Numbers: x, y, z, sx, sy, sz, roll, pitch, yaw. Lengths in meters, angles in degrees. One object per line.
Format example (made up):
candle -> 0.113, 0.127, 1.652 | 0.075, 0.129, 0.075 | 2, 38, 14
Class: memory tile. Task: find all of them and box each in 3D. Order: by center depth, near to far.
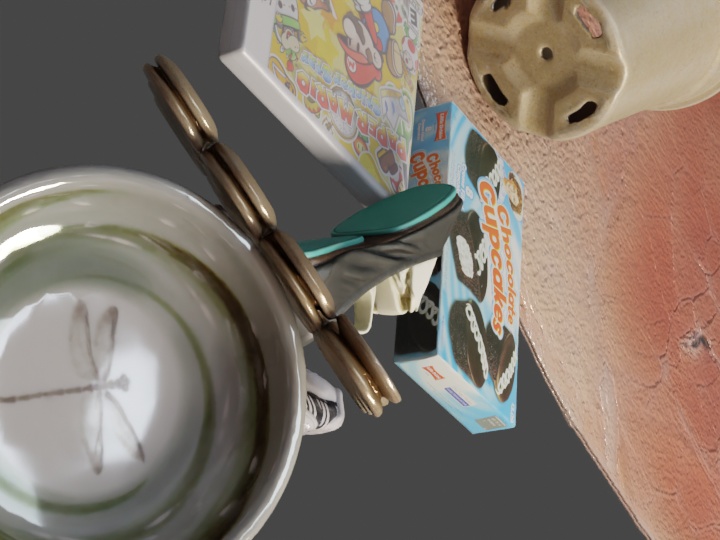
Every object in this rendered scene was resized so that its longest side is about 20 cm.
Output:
memory tile -> -0.044, -0.015, 0.963 | 0.200, 0.017, 0.153 | 56, -4, 2

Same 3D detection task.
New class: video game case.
video game case -> -0.019, -0.156, 1.261 | 0.200, 0.023, 0.182 | 44, 42, -46

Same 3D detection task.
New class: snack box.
snack box -> 0.071, -0.002, 1.349 | 0.116, 0.037, 0.201 | 43, 43, -48

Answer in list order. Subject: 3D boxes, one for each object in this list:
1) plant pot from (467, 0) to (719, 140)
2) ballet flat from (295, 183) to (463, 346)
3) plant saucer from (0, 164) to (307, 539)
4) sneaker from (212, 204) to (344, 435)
plant pot -> 0.180, -0.191, 1.496 | 0.183, 0.200, 0.201 | -34, 109, -49
ballet flat -> 0.000, 0.000, 1.197 | 0.200, 0.068, 0.069 | -24, 110, -52
plant saucer -> -0.124, 0.054, 0.891 | 0.200, 0.050, 0.201 | 3, 82, -24
sneaker -> -0.074, 0.030, 1.024 | 0.200, 0.075, 0.115 | 12, 70, -58
